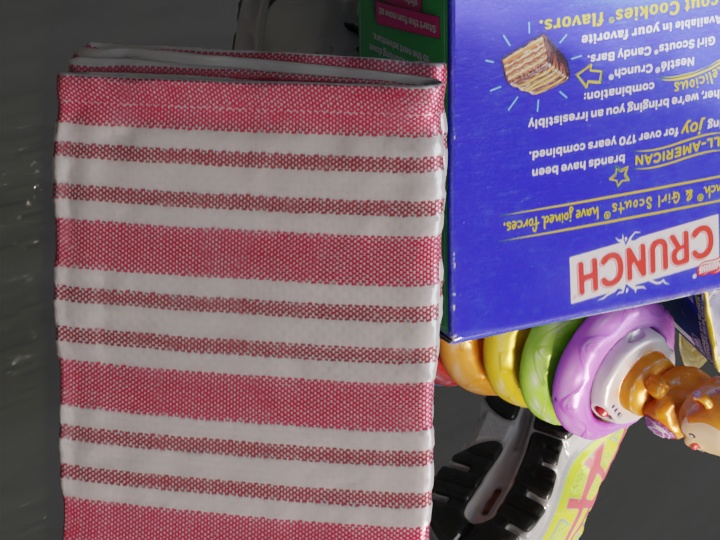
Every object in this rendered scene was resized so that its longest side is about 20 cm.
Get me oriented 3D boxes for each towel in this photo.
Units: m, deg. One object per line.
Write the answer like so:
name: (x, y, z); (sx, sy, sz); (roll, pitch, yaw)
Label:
towel: (-0.040, 0.019, 0.856); (0.030, 0.146, 0.200); (-35, 128, -71)

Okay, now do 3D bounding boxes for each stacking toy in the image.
stacking toy: (0.100, 0.032, 1.044); (0.110, 0.200, 0.116); (-46, 139, -11)

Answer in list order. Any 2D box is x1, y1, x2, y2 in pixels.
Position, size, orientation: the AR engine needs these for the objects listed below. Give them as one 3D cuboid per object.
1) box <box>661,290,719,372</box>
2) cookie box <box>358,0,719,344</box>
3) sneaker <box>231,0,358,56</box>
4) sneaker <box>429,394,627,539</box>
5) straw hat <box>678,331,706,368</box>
box: (0.157, -0.063, 1.011); (0.064, 0.070, 0.200); (-127, -159, -65)
cookie box: (0.088, -0.089, 0.889); (0.171, 0.075, 0.200); (-10, 112, -25)
sneaker: (-0.016, -0.061, 0.953); (0.074, 0.080, 0.200); (50, 51, -52)
sneaker: (0.092, 0.105, 1.217); (0.200, 0.078, 0.090); (-47, 144, -41)
straw hat: (0.174, -0.046, 1.314); (0.201, 0.085, 0.201); (-53, 154, -42)
